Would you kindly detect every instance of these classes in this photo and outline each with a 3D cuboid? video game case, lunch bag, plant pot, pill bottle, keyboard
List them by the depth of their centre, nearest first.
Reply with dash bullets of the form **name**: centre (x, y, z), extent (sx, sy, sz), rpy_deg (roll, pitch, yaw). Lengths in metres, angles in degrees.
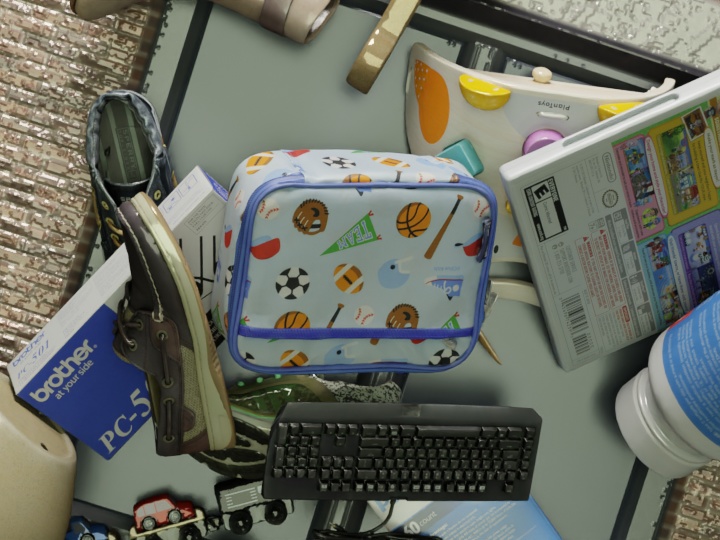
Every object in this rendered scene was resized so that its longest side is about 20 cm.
- **plant pot**: centre (-0.274, 0.146, 1.214), extent (0.134, 0.200, 0.200), rpy_deg (-44, 95, 5)
- **lunch bag**: centre (0.000, 0.000, 1.219), extent (0.199, 0.076, 0.161), rpy_deg (2, 111, -20)
- **keyboard**: centre (0.027, 0.152, 1.245), extent (0.199, 0.021, 0.128), rpy_deg (3, 113, -16)
- **pill bottle**: centre (0.276, 0.067, 1.253), extent (0.112, 0.112, 0.200), rpy_deg (45, 129, -4)
- **video game case**: centre (0.206, -0.033, 1.273), extent (0.181, 0.022, 0.201), rpy_deg (-24, 130, -2)

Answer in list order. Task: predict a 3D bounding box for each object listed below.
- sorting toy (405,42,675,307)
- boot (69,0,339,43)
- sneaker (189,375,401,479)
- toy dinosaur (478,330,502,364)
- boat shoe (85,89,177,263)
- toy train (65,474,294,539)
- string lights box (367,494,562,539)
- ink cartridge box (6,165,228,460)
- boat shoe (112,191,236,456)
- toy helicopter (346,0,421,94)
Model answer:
- **sorting toy**: centre (0.125, -0.058, 1.298), extent (0.199, 0.107, 0.181), rpy_deg (7, 112, -4)
- **boot**: centre (-0.090, -0.215, 1.267), extent (0.146, 0.070, 0.200), rpy_deg (41, 80, 8)
- **sneaker**: centre (-0.057, 0.104, 1.306), extent (0.199, 0.089, 0.077), rpy_deg (10, 135, 11)
- **toy dinosaur**: centre (0.008, 0.008, 1.311), extent (0.199, 0.061, 0.107), rpy_deg (2, 119, -1)
- **boat shoe**: centre (-0.161, -0.032, 1.272), extent (0.070, 0.091, 0.201), rpy_deg (-14, 94, -2)
- **toy train**: centre (-0.148, 0.189, 1.313), extent (0.199, 0.034, 0.046), rpy_deg (-15, 90, -3)
- **string lights box**: centre (0.098, 0.215, 1.316), extent (0.103, 0.059, 0.200), rpy_deg (-35, 94, -1)
- **ink cartridge box**: centre (-0.147, 0.031, 1.247), extent (0.200, 0.044, 0.094), rpy_deg (-45, 123, 5)
- **boat shoe**: centre (-0.136, 0.044, 1.190), extent (0.065, 0.072, 0.201), rpy_deg (-21, 122, -10)
- **toy helicopter**: centre (0.049, -0.216, 1.254), extent (0.079, 0.132, 0.201), rpy_deg (30, 91, -5)
